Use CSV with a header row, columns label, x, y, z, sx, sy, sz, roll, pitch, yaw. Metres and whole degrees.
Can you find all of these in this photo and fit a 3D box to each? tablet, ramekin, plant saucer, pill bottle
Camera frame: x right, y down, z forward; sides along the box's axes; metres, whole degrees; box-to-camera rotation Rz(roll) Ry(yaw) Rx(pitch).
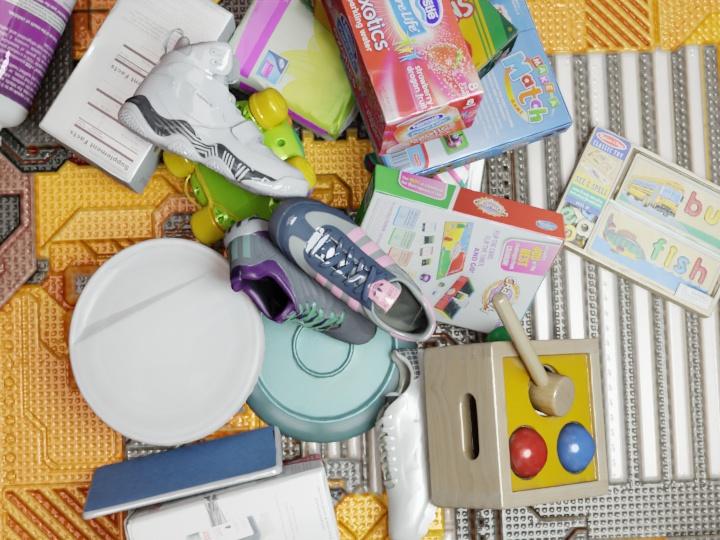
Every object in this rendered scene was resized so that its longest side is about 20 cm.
label,x,y,z,sx,sy,sz,roll,pitch,yaw
tablet,-0.176,0.202,1.437,0.198,0.130,0.014,-14,104,-1
ramekin,-0.186,0.073,1.452,0.200,0.094,0.205,-1,83,8
plant saucer,-0.039,0.079,1.506,0.197,0.027,0.203,0,86,-2
pill bottle,-0.377,-0.218,1.472,0.111,0.112,0.202,22,84,-1

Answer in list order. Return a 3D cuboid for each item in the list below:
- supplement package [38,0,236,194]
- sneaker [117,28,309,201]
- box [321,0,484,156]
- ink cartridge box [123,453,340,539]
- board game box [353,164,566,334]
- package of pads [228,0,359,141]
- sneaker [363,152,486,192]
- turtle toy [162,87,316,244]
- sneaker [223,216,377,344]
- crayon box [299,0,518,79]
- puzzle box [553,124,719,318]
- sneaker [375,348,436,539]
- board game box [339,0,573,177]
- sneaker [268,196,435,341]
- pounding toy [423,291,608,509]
label,x,y,z,sx,sy,sz,roll,pitch,yaw
supplement package,-0.224,-0.195,1.475,0.109,0.114,0.201,31,87,-1
sneaker,-0.125,-0.150,1.383,0.198,0.075,0.116,26,88,3
box,0.032,-0.223,1.341,0.099,0.096,0.202,-17,77,-8
ink cartridge box,-0.125,0.252,1.428,0.198,0.146,0.086,-13,89,-3
board game box,0.087,-0.015,1.449,0.198,0.154,0.041,14,43,-10
package of pads,-0.038,-0.254,1.511,0.153,0.068,0.201,29,85,0
sneaker,0.066,-0.123,1.501,0.119,0.084,0.203,9,86,-11
turtle toy,-0.103,-0.084,1.474,0.145,0.101,0.202,-26,82,19
sneaker,-0.061,0.036,1.414,0.074,0.088,0.199,-34,126,30
crayon box,0.042,-0.255,1.425,0.200,0.051,0.127,44,77,8
puzzle box,0.309,-0.052,1.531,0.198,0.025,0.134,26,84,0
sneaker,0.048,0.181,1.470,0.080,0.076,0.202,18,73,-19
board game box,0.096,-0.184,1.457,0.198,0.037,0.153,-18,80,-8
sneaker,0.000,0.000,1.372,0.199,0.082,0.070,35,91,-31
pounding toy,0.157,0.127,1.412,0.183,0.141,0.203,0,84,-40
